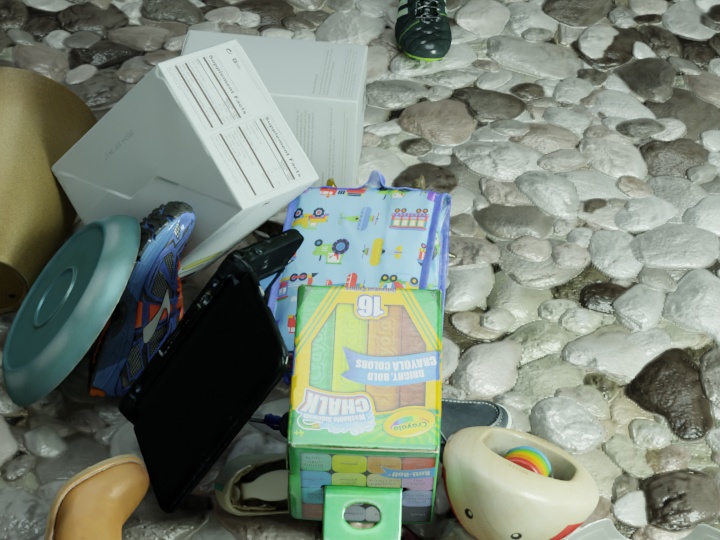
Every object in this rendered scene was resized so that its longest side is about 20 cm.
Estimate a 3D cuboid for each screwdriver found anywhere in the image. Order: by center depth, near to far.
[{"bbox_3d":[-0.095,0.128,1.672,0.199,0.028,0.029,11,63,39],"label":"screwdriver"}]

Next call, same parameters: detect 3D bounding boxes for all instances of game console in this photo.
[{"bbox_3d":[-0.109,0.084,1.619,0.116,0.200,0.176,45,28,11],"label":"game console"}]

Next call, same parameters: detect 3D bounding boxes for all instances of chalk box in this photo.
[{"bbox_3d":[0.003,0.128,1.533,0.123,0.124,0.201,2,55,0],"label":"chalk box"}]

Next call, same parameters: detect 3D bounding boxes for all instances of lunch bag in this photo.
[{"bbox_3d":[0.000,0.000,1.736,0.149,0.094,0.202,1,69,17],"label":"lunch bag"}]

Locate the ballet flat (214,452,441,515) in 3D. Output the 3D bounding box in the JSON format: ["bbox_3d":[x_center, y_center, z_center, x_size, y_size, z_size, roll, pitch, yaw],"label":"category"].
[{"bbox_3d":[-0.026,0.181,1.611,0.198,0.070,0.070,-7,38,-4],"label":"ballet flat"}]

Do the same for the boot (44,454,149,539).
[{"bbox_3d":[-0.201,0.245,1.510,0.155,0.077,0.200,26,46,29],"label":"boot"}]

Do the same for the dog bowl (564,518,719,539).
[{"bbox_3d":[0.240,0.285,1.506,0.198,0.059,0.201,2,38,-1],"label":"dog bowl"}]

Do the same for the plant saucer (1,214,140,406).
[{"bbox_3d":[-0.269,0.030,1.707,0.027,0.200,0.201,35,30,-24],"label":"plant saucer"}]

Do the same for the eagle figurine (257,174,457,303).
[{"bbox_3d":[-0.017,-0.021,1.856,0.199,0.152,0.152,-25,-8,11],"label":"eagle figurine"}]

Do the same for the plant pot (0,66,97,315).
[{"bbox_3d":[-0.355,-0.061,1.840,0.185,0.187,0.201,2,52,-1],"label":"plant pot"}]

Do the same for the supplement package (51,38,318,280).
[{"bbox_3d":[-0.167,-0.092,1.766,0.111,0.200,0.156,-26,83,-46],"label":"supplement package"}]

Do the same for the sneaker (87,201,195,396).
[{"bbox_3d":[-0.187,0.029,1.714,0.078,0.201,0.075,16,22,-17],"label":"sneaker"}]

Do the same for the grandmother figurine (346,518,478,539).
[{"bbox_3d":[0.021,0.250,1.542,0.199,0.061,0.122,-12,65,-23],"label":"grandmother figurine"}]

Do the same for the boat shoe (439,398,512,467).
[{"bbox_3d":[0.041,0.138,1.681,0.198,0.063,0.075,-3,36,-10],"label":"boat shoe"}]

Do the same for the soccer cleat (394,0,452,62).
[{"bbox_3d":[0.074,-0.322,2.260,0.067,0.082,0.201,1,38,-3],"label":"soccer cleat"}]

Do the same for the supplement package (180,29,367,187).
[{"bbox_3d":[-0.097,-0.172,2.021,0.198,0.122,0.120,6,38,2],"label":"supplement package"}]

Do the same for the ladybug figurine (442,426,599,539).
[{"bbox_3d":[0.129,0.185,1.575,0.135,0.072,0.200,24,9,14],"label":"ladybug figurine"}]
